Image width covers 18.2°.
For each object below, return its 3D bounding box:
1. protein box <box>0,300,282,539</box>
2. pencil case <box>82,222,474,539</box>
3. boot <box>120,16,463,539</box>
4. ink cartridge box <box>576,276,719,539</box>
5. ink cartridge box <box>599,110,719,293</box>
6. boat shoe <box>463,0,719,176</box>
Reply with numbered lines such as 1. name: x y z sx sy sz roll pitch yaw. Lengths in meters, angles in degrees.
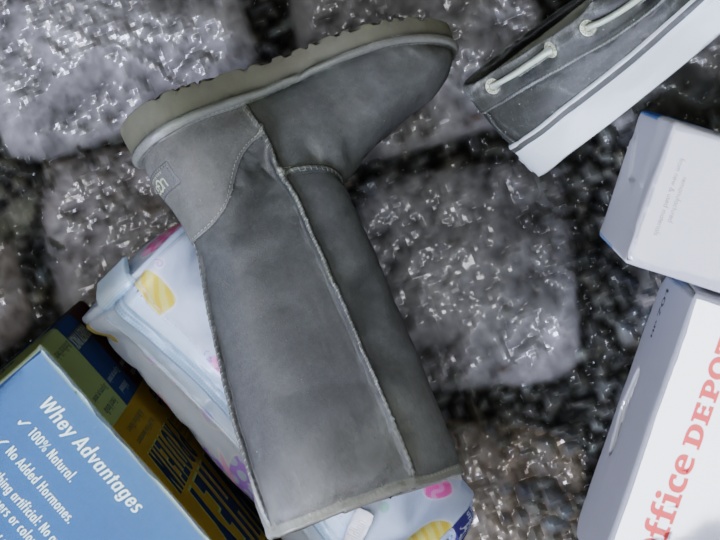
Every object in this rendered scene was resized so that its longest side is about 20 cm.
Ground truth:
1. protein box: -0.147 0.159 1.036 0.200 0.135 0.199 -40 95 5
2. pencil case: -0.039 0.066 1.047 0.200 0.091 0.083 50 132 -3
3. boot: 0.000 0.000 1.002 0.182 0.073 0.200 -23 76 -20
4. ink cartridge box: 0.220 0.101 1.052 0.200 0.086 0.147 17 97 -3
5. ink cartridge box: 0.217 -0.010 1.022 0.200 0.116 0.067 18 96 -2
6. boat shoe: 0.128 -0.123 1.006 0.064 0.071 0.200 46 117 -6
